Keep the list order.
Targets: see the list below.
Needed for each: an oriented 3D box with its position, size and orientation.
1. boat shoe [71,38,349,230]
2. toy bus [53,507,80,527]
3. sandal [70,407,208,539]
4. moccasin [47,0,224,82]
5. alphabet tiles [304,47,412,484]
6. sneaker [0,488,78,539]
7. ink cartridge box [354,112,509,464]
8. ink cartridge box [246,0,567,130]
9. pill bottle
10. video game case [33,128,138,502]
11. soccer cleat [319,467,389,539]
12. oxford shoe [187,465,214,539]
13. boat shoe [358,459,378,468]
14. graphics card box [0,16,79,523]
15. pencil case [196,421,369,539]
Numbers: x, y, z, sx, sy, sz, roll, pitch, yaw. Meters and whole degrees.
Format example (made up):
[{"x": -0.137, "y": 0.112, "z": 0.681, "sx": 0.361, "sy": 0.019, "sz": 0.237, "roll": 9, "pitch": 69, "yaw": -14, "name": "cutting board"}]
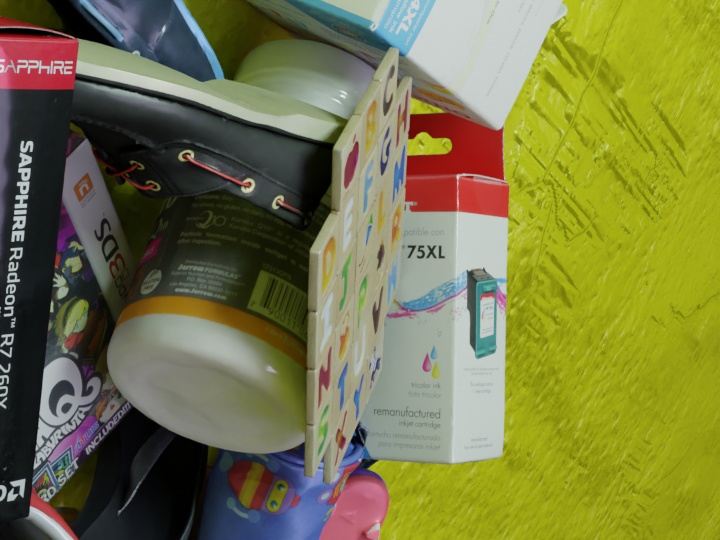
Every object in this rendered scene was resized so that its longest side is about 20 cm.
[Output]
[{"x": -0.085, "y": -0.061, "z": 0.818, "sx": 0.201, "sy": 0.073, "sz": 0.064, "roll": 14, "pitch": 103, "yaw": -47, "name": "boat shoe"}, {"x": -0.166, "y": 0.234, "z": 1.026, "sx": 0.078, "sy": 0.065, "sz": 0.202, "roll": 7, "pitch": 112, "yaw": -16, "name": "toy bus"}, {"x": -0.113, "y": 0.126, "z": 0.994, "sx": 0.076, "sy": 0.043, "sz": 0.201, "roll": 55, "pitch": 28, "yaw": -26, "name": "sandal"}, {"x": -0.125, "y": -0.114, "z": 0.861, "sx": 0.068, "sy": 0.080, "sz": 0.201, "roll": -47, "pitch": 134, "yaw": -20, "name": "moccasin"}, {"x": 0.000, "y": 0.000, "z": 0.918, "sx": 0.167, "sy": 0.006, "sz": 0.201, "roll": -63, "pitch": 160, "yaw": -52, "name": "alphabet tiles"}, {"x": -0.173, "y": 0.162, "z": 0.849, "sx": 0.071, "sy": 0.112, "sz": 0.201, "roll": -25, "pitch": 129, "yaw": -29, "name": "sneaker"}, {"x": 0.021, "y": 0.007, "z": 1.061, "sx": 0.067, "sy": 0.115, "sz": 0.202, "roll": 3, "pitch": 87, "yaw": -59, "name": "ink cartridge box"}, {"x": 0.026, "y": -0.171, "z": 0.998, "sx": 0.126, "sy": 0.128, "sz": 0.200, "roll": -64, "pitch": 151, "yaw": -1, "name": "ink cartridge box"}, {"x": -0.050, "y": -0.015, "z": 0.967, "sx": 0.117, "sy": 0.115, "sz": 0.201, "roll": 71, "pitch": 31, "yaw": -53, "name": "pill bottle"}, {"x": -0.185, "y": 0.054, "z": 0.915, "sx": 0.200, "sy": 0.036, "sz": 0.182, "roll": -49, "pitch": 147, "yaw": -27, "name": "video game case"}, {"x": -0.061, "y": 0.181, "z": 1.127, "sx": 0.066, "sy": 0.077, "sz": 0.200, "roll": 31, "pitch": 111, "yaw": -29, "name": "soccer cleat"}, {"x": -0.142, "y": 0.200, "z": 1.096, "sx": 0.072, "sy": 0.071, "sz": 0.201, "roll": 25, "pitch": 92, "yaw": -36, "name": "oxford shoe"}, {"x": -0.022, "y": 0.123, "z": 1.166, "sx": 0.200, "sy": 0.069, "sz": 0.084, "roll": -48, "pitch": 159, "yaw": 12, "name": "boat shoe"}, {"x": -0.179, "y": -0.008, "z": 0.747, "sx": 0.051, "sy": 0.125, "sz": 0.202, "roll": -4, "pitch": 106, "yaw": -49, "name": "graphics card box"}, {"x": -0.060, "y": 0.167, "z": 1.030, "sx": 0.087, "sy": 0.077, "sz": 0.202, "roll": -57, "pitch": 166, "yaw": -71, "name": "pencil case"}]
